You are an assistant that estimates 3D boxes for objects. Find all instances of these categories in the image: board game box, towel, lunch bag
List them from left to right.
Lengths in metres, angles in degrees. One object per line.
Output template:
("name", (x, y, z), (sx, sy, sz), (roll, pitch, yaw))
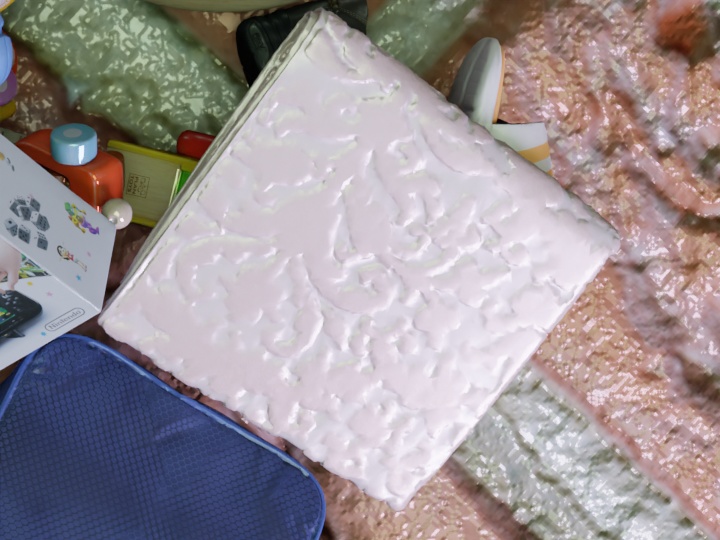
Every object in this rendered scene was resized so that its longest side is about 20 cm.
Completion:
("board game box", (-0.234, -0.026, 0.891), (0.147, 0.064, 0.200), (-29, 128, 29))
("lunch bag", (-0.121, 0.139, 0.995), (0.200, 0.132, 0.136), (34, 63, -11))
("towel", (0.000, 0.000, 0.976), (0.200, 0.032, 0.191), (34, 100, -20))

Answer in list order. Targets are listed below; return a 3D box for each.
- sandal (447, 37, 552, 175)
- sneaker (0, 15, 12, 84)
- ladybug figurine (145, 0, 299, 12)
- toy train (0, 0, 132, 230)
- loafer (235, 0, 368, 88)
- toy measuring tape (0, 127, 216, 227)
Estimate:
("sandal", (0.073, -0.021, 1.039), (0.059, 0.079, 0.207), (3, 104, -7))
("sneaker", (-0.256, -0.089, 0.944), (0.199, 0.083, 0.071), (-14, 100, 39))
("ladybug figurine", (-0.078, -0.199, 0.996), (0.199, 0.072, 0.136), (9, 94, -8))
("toy train", (-0.159, -0.111, 0.955), (0.056, 0.150, 0.201), (-33, 132, -43))
("loafer", (0.003, -0.048, 1.027), (0.072, 0.073, 0.201), (-22, 100, -9))
("toy measuring tape", (-0.116, -0.046, 1.025), (0.199, 0.074, 0.074), (14, 95, 13))
